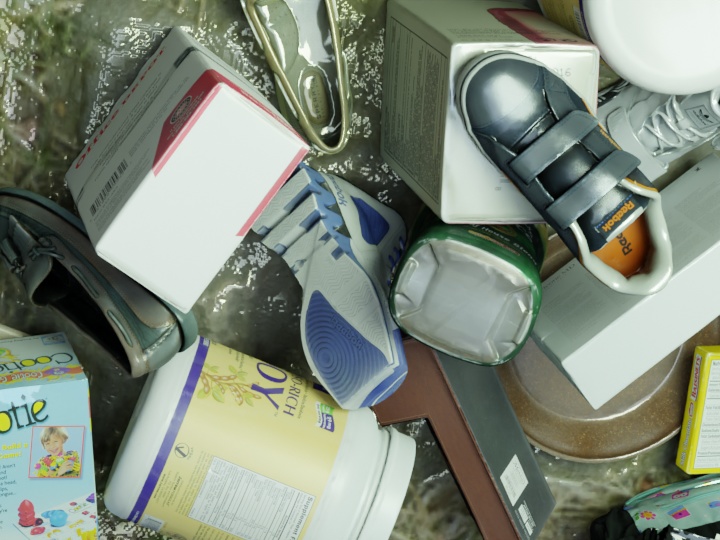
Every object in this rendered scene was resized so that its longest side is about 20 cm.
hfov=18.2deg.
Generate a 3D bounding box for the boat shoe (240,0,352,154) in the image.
[{"bbox_3d":[-0.048,-0.184,1.648,0.073,0.063,0.201,-15,107,-7],"label":"boat shoe"}]

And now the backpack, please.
[{"bbox_3d":[0.290,0.232,1.797,0.199,0.127,0.167,-16,119,-8],"label":"backpack"}]

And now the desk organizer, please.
[{"bbox_3d":[0.071,0.123,1.737,0.077,0.072,0.201,-14,111,31],"label":"desk organizer"}]

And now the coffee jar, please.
[{"bbox_3d":[0.082,-0.005,1.630,0.104,0.200,0.086,23,107,-1],"label":"coffee jar"}]

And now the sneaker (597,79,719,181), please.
[{"bbox_3d":[0.228,-0.110,1.696,0.200,0.115,0.075,-43,108,2],"label":"sneaker"}]

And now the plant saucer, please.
[{"bbox_3d":[0.190,0.052,1.774,0.199,0.037,0.201,-3,105,-11],"label":"plant saucer"}]

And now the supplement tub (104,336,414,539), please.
[{"bbox_3d":[-0.074,0.145,1.668,0.199,0.145,0.146,22,100,-6],"label":"supplement tub"}]

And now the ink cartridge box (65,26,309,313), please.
[{"bbox_3d":[-0.127,-0.076,1.591,0.084,0.200,0.145,35,96,-21],"label":"ink cartridge box"}]

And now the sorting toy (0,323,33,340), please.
[{"bbox_3d":[-0.334,0.114,1.685,0.199,0.036,0.186,23,100,-16],"label":"sorting toy"}]

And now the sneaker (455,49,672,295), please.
[{"bbox_3d":[0.145,-0.064,1.502,0.078,0.079,0.200,-43,111,1],"label":"sneaker"}]

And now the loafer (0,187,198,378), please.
[{"bbox_3d":[-0.208,0.007,1.611,0.063,0.200,0.072,-42,151,-33],"label":"loafer"}]

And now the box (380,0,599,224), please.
[{"bbox_3d":[0.089,-0.118,1.621,0.108,0.200,0.128,-1,106,-12],"label":"box"}]

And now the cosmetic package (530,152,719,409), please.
[{"bbox_3d":[0.219,0.004,1.670,0.200,0.151,0.052,-37,110,1],"label":"cosmetic package"}]

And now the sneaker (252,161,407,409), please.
[{"bbox_3d":[0.000,-0.001,1.667,0.080,0.200,0.115,-37,156,32],"label":"sneaker"}]

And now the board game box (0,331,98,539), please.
[{"bbox_3d":[-0.252,0.160,1.652,0.104,0.103,0.201,-6,110,-15],"label":"board game box"}]

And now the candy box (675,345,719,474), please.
[{"bbox_3d":[0.350,0.110,1.807,0.199,0.026,0.103,1,105,-24],"label":"candy box"}]

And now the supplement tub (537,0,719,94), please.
[{"bbox_3d":[0.206,-0.213,1.619,0.145,0.200,0.146,-3,106,-10],"label":"supplement tub"}]
